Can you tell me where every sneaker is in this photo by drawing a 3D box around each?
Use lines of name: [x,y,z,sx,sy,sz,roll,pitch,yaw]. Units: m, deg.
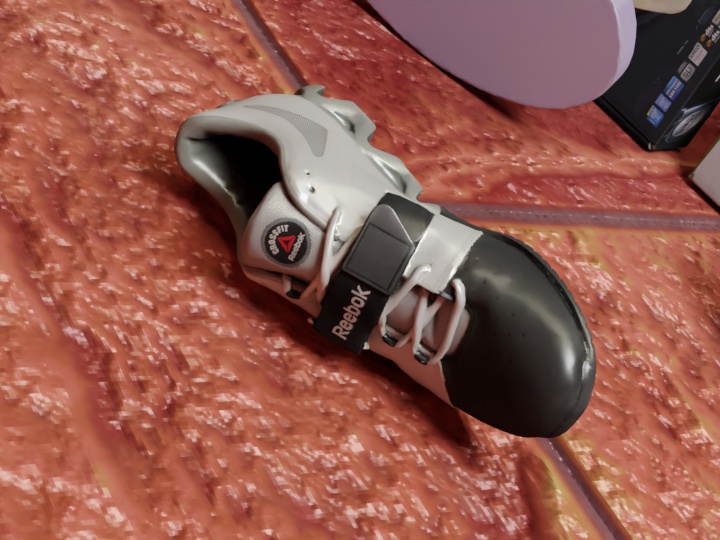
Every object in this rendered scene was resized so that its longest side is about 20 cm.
sneaker: [0.000,0.000,0.589,0.088,0.075,0.200,-8,40,-47]

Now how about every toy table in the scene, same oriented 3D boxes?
toy table: [0.086,-0.189,0.840,0.200,0.184,0.117,48,49,2]

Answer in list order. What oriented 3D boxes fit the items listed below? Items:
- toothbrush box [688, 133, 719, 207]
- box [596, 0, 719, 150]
toothbrush box: [0.314,-0.049,0.918,0.199,0.086,0.146,-14,54,-49]
box: [0.183,-0.198,0.898,0.043,0.201,0.160,-9,50,-48]
